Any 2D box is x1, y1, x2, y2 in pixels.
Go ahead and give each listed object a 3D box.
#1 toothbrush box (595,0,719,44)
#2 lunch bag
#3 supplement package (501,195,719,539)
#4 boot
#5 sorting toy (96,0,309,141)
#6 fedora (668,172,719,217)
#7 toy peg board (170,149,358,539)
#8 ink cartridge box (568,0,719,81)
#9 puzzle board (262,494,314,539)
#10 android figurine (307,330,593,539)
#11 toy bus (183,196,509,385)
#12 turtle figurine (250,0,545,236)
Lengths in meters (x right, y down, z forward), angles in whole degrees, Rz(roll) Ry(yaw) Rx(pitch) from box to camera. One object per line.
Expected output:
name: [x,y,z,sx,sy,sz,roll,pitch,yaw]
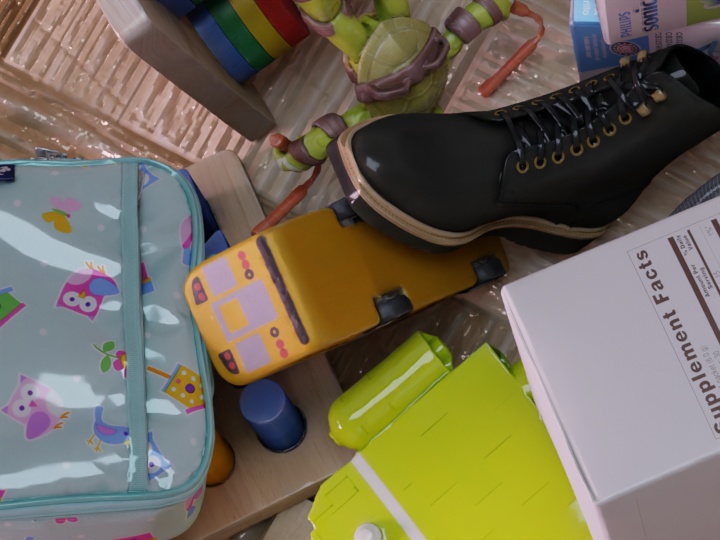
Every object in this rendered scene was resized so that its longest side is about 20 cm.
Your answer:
toothbrush box: [0.197,-0.212,1.096,0.198,0.086,0.147,-13,72,4]
lunch bag: [-0.146,0.035,1.116,0.159,0.077,0.202,-3,64,-5]
supplement package: [0.182,0.044,1.034,0.199,0.121,0.120,-23,59,1]
boot: [0.092,-0.074,1.126,0.138,0.199,0.078,-37,67,37]
sorting toy: [-0.109,-0.190,1.210,0.069,0.199,0.201,-34,72,7]
fedora: [0.227,0.042,1.148,0.176,0.090,0.201,-24,61,-1]
toy peg board: [-0.127,0.046,1.194,0.198,0.098,0.201,-26,67,1]
ink cartridge box: [0.216,-0.161,1.190,0.198,0.129,0.126,3,74,11]
puzzle board: [-0.022,0.237,1.173,0.150,0.017,0.201,28,81,15]
android figurine: [0.055,0.123,1.134,0.200,0.041,0.182,-39,71,6]
toy bus: [0.000,0.000,1.153,0.078,0.200,0.066,-27,86,30]
turtle figurine: [0.004,-0.110,1.186,0.199,0.162,0.064,-35,36,-7]
